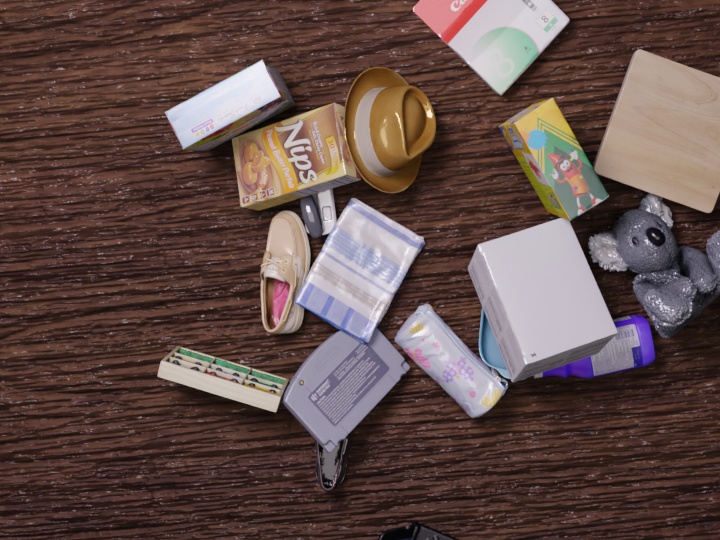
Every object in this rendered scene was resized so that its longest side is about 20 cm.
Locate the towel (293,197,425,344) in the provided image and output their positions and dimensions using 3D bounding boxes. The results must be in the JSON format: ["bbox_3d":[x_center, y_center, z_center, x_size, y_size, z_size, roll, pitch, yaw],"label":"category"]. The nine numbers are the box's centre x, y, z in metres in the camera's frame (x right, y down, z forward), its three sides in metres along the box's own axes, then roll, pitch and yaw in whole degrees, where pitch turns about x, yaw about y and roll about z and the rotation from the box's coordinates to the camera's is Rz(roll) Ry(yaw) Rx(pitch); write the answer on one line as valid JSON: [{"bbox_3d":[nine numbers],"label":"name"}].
[{"bbox_3d":[0.000,0.000,1.711,0.146,0.024,0.201,31,84,-9],"label":"towel"}]

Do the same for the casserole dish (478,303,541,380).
[{"bbox_3d":[0.251,0.082,1.700,0.119,0.039,0.202,8,69,1],"label":"casserole dish"}]

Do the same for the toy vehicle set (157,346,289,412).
[{"bbox_3d":[-0.219,0.175,1.715,0.198,0.124,0.027,17,97,0],"label":"toy vehicle set"}]

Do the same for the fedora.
[{"bbox_3d":[0.059,-0.221,1.631,0.081,0.200,0.203,-8,98,44],"label":"fedora"}]

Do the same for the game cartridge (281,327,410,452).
[{"bbox_3d":[-0.028,0.178,1.717,0.200,0.041,0.133,-44,98,-20],"label":"game cartridge"}]

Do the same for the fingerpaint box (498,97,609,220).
[{"bbox_3d":[0.293,-0.171,1.620,0.073,0.200,0.168,-31,94,4],"label":"fingerpaint box"}]

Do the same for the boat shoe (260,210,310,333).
[{"bbox_3d":[-0.128,0.006,1.711,0.073,0.069,0.203,3,98,29],"label":"boat shoe"}]

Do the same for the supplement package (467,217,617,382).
[{"bbox_3d":[0.278,0.045,1.637,0.154,0.111,0.202,-17,73,-9],"label":"supplement package"}]

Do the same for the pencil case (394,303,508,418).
[{"bbox_3d":[0.147,0.147,1.715,0.200,0.091,0.083,44,57,-1],"label":"pencil case"}]

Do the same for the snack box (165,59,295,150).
[{"bbox_3d":[-0.195,-0.250,1.628,0.167,0.200,0.068,-27,95,6],"label":"snack box"}]

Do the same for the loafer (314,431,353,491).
[{"bbox_3d":[-0.044,0.267,1.750,0.071,0.063,0.203,3,97,1],"label":"loafer"}]

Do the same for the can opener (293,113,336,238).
[{"bbox_3d":[-0.075,-0.154,1.701,0.053,0.067,0.203,-6,96,5],"label":"can opener"}]

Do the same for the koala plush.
[{"bbox_3d":[0.470,-0.014,1.669,0.177,0.184,0.200,-40,74,-5],"label":"koala plush"}]

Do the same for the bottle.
[{"bbox_3d":[0.374,0.132,1.719,0.197,0.065,0.085,-14,98,4],"label":"bottle"}]

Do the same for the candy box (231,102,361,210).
[{"bbox_3d":[-0.103,-0.176,1.657,0.198,0.055,0.117,-15,80,28],"label":"candy box"}]

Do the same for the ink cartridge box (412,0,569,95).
[{"bbox_3d":[0.206,-0.405,1.674,0.200,0.050,0.161,43,96,-5],"label":"ink cartridge box"}]

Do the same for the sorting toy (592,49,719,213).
[{"bbox_3d":[0.489,-0.219,1.673,0.198,0.070,0.201,19,97,-1],"label":"sorting toy"}]

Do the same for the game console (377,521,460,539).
[{"bbox_3d":[0.080,0.533,1.750,0.174,0.116,0.202,22,97,0],"label":"game console"}]
